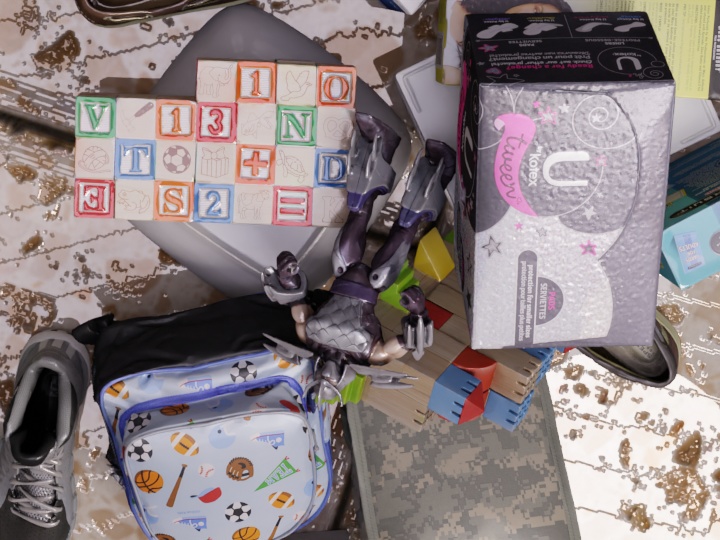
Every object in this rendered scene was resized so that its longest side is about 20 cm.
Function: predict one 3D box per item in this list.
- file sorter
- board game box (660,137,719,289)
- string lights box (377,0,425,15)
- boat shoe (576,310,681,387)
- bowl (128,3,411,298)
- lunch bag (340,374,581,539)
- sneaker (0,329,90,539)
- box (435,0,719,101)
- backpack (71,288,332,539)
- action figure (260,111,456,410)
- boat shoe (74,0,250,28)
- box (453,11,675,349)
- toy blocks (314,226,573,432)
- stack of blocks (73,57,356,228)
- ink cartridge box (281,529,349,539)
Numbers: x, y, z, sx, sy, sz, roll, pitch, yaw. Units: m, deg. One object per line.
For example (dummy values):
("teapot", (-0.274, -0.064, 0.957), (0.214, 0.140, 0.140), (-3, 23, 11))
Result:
("file sorter", (0.139, -0.129, 1.336), (0.199, 0.125, 0.140), (-26, 99, 0))
("board game box", (0.270, -0.054, 1.317), (0.150, 0.200, 0.047), (-27, 100, 2))
("string lights box", (0.046, -0.238, 1.275), (0.103, 0.200, 0.059), (-43, 99, 3))
("boat shoe", (0.171, 0.019, 1.390), (0.199, 0.065, 0.073), (34, 99, -5))
("bowl", (-0.076, -0.079, 1.358), (0.199, 0.075, 0.201), (36, 94, -9))
("lunch bag", (0.072, 0.145, 1.376), (0.163, 0.118, 0.202), (-8, 73, -2))
("sneaker", (-0.252, 0.151, 1.360), (0.074, 0.116, 0.202), (7, 98, -4))
("box", (0.154, -0.160, 1.246), (0.198, 0.050, 0.076), (1, 98, -4))
("backpack", (-0.101, 0.125, 1.339), (0.198, 0.155, 0.191), (-7, 134, 3))
("action figure", (0.000, 0.000, 1.232), (0.129, 0.069, 0.201), (17, 81, 10))
("boat shoe", (-0.116, -0.227, 1.329), (0.201, 0.075, 0.075), (-23, 98, 0))
("box", (0.131, -0.059, 1.196), (0.131, 0.115, 0.201), (-1, 120, -2))
("toy blocks", (0.078, 0.059, 1.305), (0.136, 0.200, 0.100), (28, 129, 18))
("stack of blocks", (-0.104, -0.094, 1.286), (0.198, 0.059, 0.116), (2, 99, -4))
("ink cartridge box", (-0.032, 0.282, 1.352), (0.067, 0.200, 0.118), (-3, 99, -3))
